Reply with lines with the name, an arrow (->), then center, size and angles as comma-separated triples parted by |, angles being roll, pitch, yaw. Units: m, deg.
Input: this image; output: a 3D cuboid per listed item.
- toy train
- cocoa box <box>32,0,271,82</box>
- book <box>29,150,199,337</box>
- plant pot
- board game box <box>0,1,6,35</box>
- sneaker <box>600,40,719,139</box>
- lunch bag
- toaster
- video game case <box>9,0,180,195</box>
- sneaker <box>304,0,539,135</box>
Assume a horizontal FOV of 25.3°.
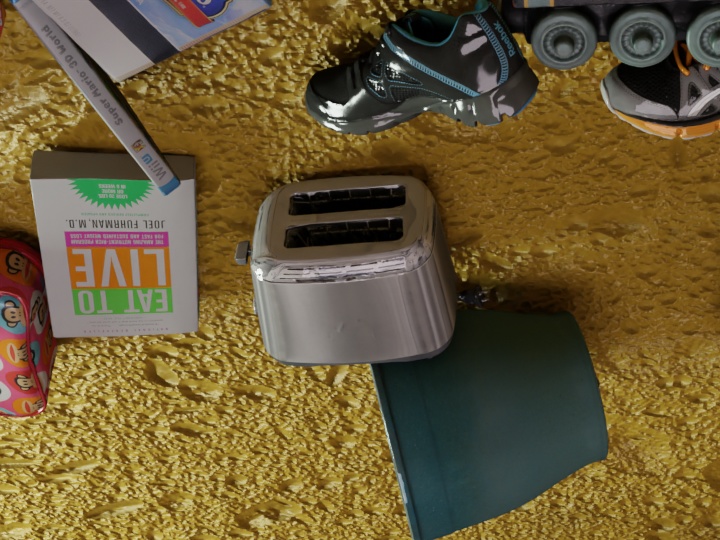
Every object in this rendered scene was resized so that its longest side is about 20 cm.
toy train -> 0.188, -0.201, 1.073 | 0.198, 0.086, 0.115 | 0, 129, 10
cocoa box -> -0.155, -0.245, 0.998 | 0.130, 0.134, 0.200 | -20, 136, 26
book -> -0.203, -0.022, 1.365 | 0.132, 0.048, 0.201 | 1, 140, -3
plant pot -> 0.112, 0.121, 1.405 | 0.186, 0.201, 0.201 | -14, 141, 0
board game box -> -0.379, -0.165, 1.065 | 0.197, 0.201, 0.201 | -5, 141, 10
sneaker -> 0.268, -0.149, 1.136 | 0.198, 0.079, 0.078 | -8, 134, 4
lunch bag -> -0.365, 0.049, 1.433 | 0.174, 0.083, 0.201 | 6, 142, -1
toaster -> 0.000, 0.000, 1.313 | 0.198, 0.114, 0.130 | -3, 139, 11
video game case -> -0.203, -0.154, 1.120 | 0.018, 0.143, 0.200 | -36, 135, -1
sneaker -> 0.035, -0.149, 1.143 | 0.199, 0.073, 0.082 | -2, 125, 40
